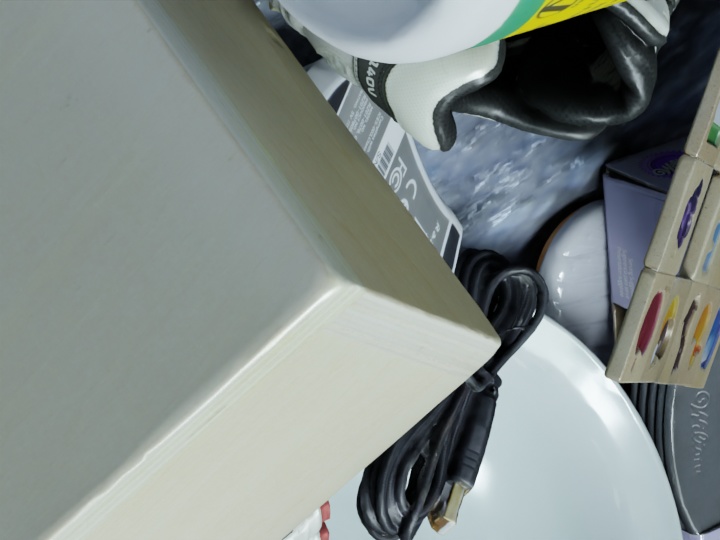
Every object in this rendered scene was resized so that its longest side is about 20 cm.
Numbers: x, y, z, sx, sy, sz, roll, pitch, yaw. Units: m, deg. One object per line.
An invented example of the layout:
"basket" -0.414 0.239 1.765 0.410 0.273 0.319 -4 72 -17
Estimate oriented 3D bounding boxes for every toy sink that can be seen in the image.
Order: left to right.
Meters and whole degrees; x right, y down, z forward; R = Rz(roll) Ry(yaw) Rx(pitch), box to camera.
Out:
"toy sink" -0.088 0.027 0.702 0.200 0.131 0.112 -42 157 12

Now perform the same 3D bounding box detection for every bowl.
"bowl" 0.013 0.111 0.963 0.200 0.202 0.090 -16 -179 -39

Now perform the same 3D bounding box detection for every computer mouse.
"computer mouse" 0.000 0.000 0.851 0.110 0.044 0.200 -66 150 -22

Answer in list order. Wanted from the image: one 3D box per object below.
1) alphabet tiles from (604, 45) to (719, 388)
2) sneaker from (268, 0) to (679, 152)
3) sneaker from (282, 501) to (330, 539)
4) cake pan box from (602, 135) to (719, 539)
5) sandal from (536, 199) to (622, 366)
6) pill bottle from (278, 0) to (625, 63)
"alphabet tiles" 0.124 -0.043 0.883 0.200 0.008 0.168 11 98 -75
"sneaker" 0.059 -0.073 0.772 0.199 0.088 0.076 -16 149 -43
"sneaker" -0.072 0.086 0.819 0.082 0.078 0.200 -16 150 -37
"cake pan box" 0.176 0.026 1.055 0.199 0.052 0.185 -19 114 -32
"sandal" 0.084 0.044 1.084 0.079 0.059 0.208 -36 138 -26
"pill bottle" 0.070 -0.124 0.656 0.199 0.113 0.113 -19 152 -34
